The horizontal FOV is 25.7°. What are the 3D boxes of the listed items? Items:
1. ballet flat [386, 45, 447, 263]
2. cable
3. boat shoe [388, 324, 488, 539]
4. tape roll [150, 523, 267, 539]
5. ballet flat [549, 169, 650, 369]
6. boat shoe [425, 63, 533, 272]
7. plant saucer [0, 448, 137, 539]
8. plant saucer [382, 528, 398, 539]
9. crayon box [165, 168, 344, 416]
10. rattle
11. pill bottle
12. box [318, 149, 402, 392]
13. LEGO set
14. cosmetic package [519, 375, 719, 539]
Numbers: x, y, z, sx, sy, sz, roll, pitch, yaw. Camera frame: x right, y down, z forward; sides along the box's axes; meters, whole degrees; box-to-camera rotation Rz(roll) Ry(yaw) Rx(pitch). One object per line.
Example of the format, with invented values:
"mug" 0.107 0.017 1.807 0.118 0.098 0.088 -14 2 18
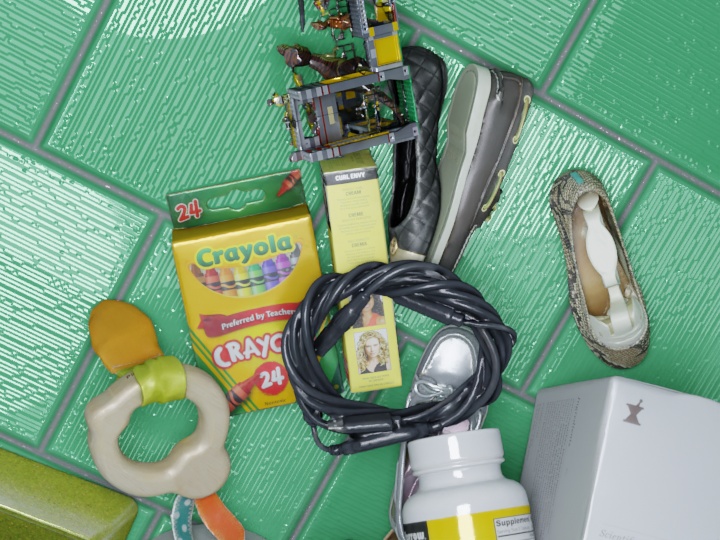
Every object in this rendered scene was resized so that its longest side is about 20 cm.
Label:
"ballet flat" 0.038 -0.093 1.366 0.056 0.066 0.202 1 95 -27
"cable" 0.035 0.068 1.355 0.198 0.051 0.164 -14 102 1
"boat shoe" 0.070 0.149 1.426 0.074 0.065 0.203 17 90 3
"tape roll" -0.138 0.350 1.436 0.201 0.139 0.204 -2 106 -5
"ballet flat" 0.218 0.009 1.414 0.067 0.075 0.201 -19 107 -2
"boat shoe" 0.098 -0.077 1.379 0.060 0.072 0.202 8 112 -19
"plant saucer" -0.329 0.270 1.433 0.199 0.048 0.201 23 102 -12
"plant saucer" 0.100 0.298 1.502 0.198 0.035 0.202 -2 106 -5
"crayon box" -0.094 0.022 1.396 0.126 0.051 0.201 -12 106 -2
"rattle" -0.179 0.145 1.400 0.130 0.142 0.200 -47 132 -18
"pill bottle" 0.095 0.240 1.343 0.110 0.111 0.202 -8 80 -4
"box" 0.000 0.000 1.390 0.050 0.075 0.202 -8 108 -3
"LEGO set" -0.038 -0.174 1.295 0.115 0.154 0.201 -16 115 -20
"cosmetic package" 0.244 0.195 1.382 0.164 0.200 0.166 15 80 -9
